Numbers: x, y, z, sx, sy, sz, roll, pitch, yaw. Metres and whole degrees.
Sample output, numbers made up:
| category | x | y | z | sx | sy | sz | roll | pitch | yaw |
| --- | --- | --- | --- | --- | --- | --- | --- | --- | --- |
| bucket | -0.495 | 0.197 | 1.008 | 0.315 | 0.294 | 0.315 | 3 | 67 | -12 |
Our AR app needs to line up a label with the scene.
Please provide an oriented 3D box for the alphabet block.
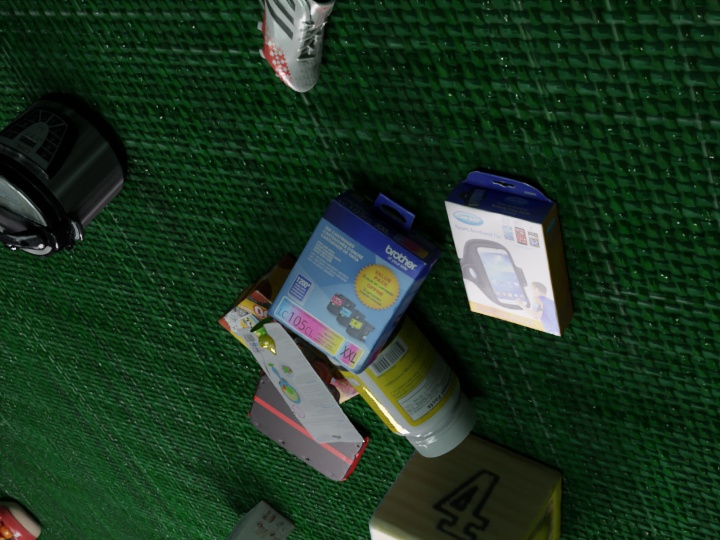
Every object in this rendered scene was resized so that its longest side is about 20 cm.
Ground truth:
| category | x | y | z | sx | sy | sz | roll | pitch | yaw |
| --- | --- | --- | --- | --- | --- | --- | --- | --- | --- |
| alphabet block | 0.150 | 0.363 | 1.673 | 0.199 | 0.197 | 0.196 | 21 | 146 | 24 |

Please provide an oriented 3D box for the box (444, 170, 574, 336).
| category | x | y | z | sx | sy | sz | roll | pitch | yaw |
| --- | --- | --- | --- | --- | --- | --- | --- | --- | --- |
| box | 0.163 | -0.020 | 1.318 | 0.119 | 0.042 | 0.200 | 16 | 144 | 31 |

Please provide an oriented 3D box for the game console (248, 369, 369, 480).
| category | x | y | z | sx | sy | sz | roll | pitch | yaw |
| --- | --- | --- | --- | --- | --- | --- | --- | --- | --- |
| game console | -0.086 | 0.247 | 1.923 | 0.200 | 0.031 | 0.177 | 32 | 143 | 7 |

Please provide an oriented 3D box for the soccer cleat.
| category | x | y | z | sx | sy | sz | roll | pitch | yaw |
| --- | --- | --- | --- | --- | --- | --- | --- | --- | --- |
| soccer cleat | -0.059 | -0.259 | 1.206 | 0.085 | 0.069 | 0.200 | 23 | 141 | 30 |

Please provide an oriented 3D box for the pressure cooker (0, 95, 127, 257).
| category | x | y | z | sx | sy | sz | roll | pitch | yaw |
| --- | --- | --- | --- | --- | --- | --- | --- | --- | --- |
| pressure cooker | -0.436 | -0.115 | 1.635 | 0.176 | 0.200 | 0.179 | -10 | 125 | 51 |

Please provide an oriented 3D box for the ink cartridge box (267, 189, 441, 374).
| category | x | y | z | sx | sy | sz | roll | pitch | yaw |
| --- | --- | --- | --- | --- | --- | --- | --- | --- | --- |
| ink cartridge box | 0.000 | 0.000 | 1.412 | 0.136 | 0.076 | 0.200 | 34 | 110 | 7 |

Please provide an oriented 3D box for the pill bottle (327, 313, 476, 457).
| category | x | y | z | sx | sy | sz | roll | pitch | yaw |
| --- | --- | --- | --- | --- | --- | --- | --- | --- | --- |
| pill bottle | 0.056 | 0.141 | 1.558 | 0.114 | 0.114 | 0.200 | -12 | 123 | 51 |

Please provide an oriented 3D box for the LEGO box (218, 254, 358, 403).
| category | x | y | z | sx | sy | sz | roll | pitch | yaw |
| --- | --- | --- | --- | --- | --- | --- | --- | --- | --- |
| LEGO box | -0.077 | 0.090 | 1.658 | 0.200 | 0.077 | 0.149 | 42 | 148 | -7 |

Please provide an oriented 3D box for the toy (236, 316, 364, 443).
| category | x | y | z | sx | sy | sz | roll | pitch | yaw |
| --- | --- | --- | --- | --- | --- | --- | --- | --- | --- |
| toy | -0.071 | 0.141 | 1.600 | 0.200 | 0.047 | 0.115 | 53 | 149 | -16 |

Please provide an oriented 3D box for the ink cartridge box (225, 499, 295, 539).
| category | x | y | z | sx | sy | sz | roll | pitch | yaw |
| --- | --- | --- | --- | --- | --- | --- | --- | --- | --- |
| ink cartridge box | -0.233 | 0.559 | 2.297 | 0.084 | 0.200 | 0.176 | 38 | 148 | -3 |

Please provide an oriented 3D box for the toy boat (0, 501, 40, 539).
| category | x | y | z | sx | sy | sz | roll | pitch | yaw |
| --- | --- | --- | --- | --- | --- | --- | --- | --- | --- |
| toy boat | -0.969 | 0.713 | 3.289 | 0.200 | 0.131 | 0.131 | -13 | 123 | 51 |
